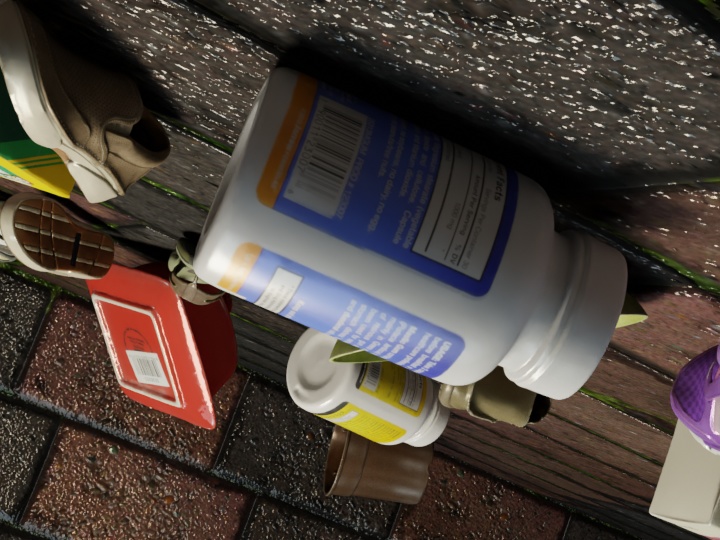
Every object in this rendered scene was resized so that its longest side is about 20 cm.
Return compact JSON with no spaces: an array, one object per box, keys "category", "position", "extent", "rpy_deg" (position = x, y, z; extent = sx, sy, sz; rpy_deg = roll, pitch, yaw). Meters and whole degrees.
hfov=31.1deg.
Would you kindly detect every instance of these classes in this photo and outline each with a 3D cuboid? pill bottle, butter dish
[{"category":"pill bottle","position":[0.026,-0.011,0.641],"extent":[0.198,0.113,0.112],"rpy_deg":[23,171,-10]},{"category":"pill bottle","position":[0.016,0.139,1.516],"extent":[0.110,0.113,0.199],"rpy_deg":[11,166,47]},{"category":"butter dish","position":[-0.217,0.064,1.567],"extent":[0.198,0.147,0.202],"rpy_deg":[12,123,43]}]

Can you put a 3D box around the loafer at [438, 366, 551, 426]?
[{"category":"loafer","position":[0.129,0.102,1.188],"extent":[0.067,0.077,0.200],"rpy_deg":[16,179,24]}]

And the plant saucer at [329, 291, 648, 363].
[{"category":"plant saucer","position":[0.076,0.029,0.798],"extent":[0.197,0.032,0.200],"rpy_deg":[-8,172,-1]}]

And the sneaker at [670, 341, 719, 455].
[{"category":"sneaker","position":[0.219,0.049,0.681],"extent":[0.088,0.081,0.200],"rpy_deg":[30,164,-14]}]

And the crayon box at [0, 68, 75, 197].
[{"category":"crayon box","position":[-0.319,-0.128,0.929],"extent":[0.198,0.059,0.172],"rpy_deg":[18,171,25]}]

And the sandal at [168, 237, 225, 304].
[{"category":"sandal","position":[-0.166,0.009,1.357],"extent":[0.079,0.058,0.201],"rpy_deg":[23,171,-9]}]

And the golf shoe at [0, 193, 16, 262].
[{"category":"golf shoe","position":[-0.469,-0.079,1.559],"extent":[0.094,0.079,0.199],"rpy_deg":[-11,153,40]}]

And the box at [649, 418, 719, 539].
[{"category":"box","position":[0.340,0.171,0.971],"extent":[0.198,0.110,0.128],"rpy_deg":[22,171,-4]}]

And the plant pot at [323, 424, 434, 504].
[{"category":"plant pot","position":[0.042,0.393,2.711],"extent":[0.195,0.203,0.200],"rpy_deg":[14,172,-8]}]

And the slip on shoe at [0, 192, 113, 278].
[{"category":"slip on shoe","position":[-0.344,-0.037,1.419],"extent":[0.060,0.077,0.200],"rpy_deg":[11,175,20]}]

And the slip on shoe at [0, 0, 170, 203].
[{"category":"slip on shoe","position":[-0.158,-0.098,0.748],"extent":[0.060,0.077,0.200],"rpy_deg":[-18,159,-1]}]
